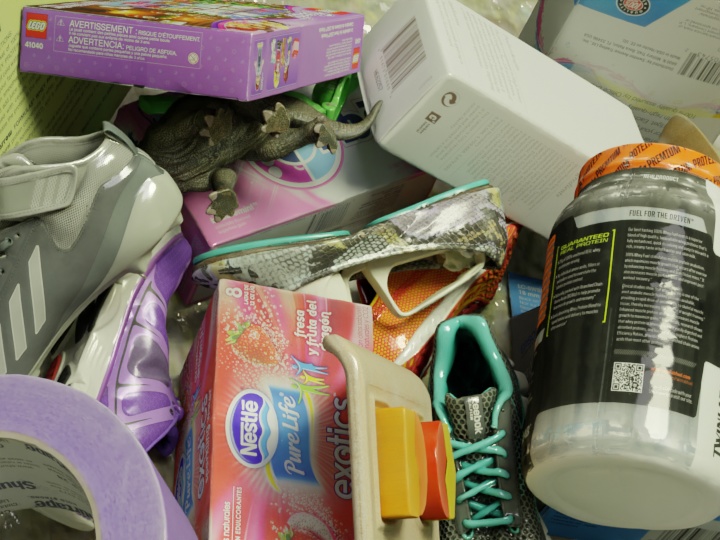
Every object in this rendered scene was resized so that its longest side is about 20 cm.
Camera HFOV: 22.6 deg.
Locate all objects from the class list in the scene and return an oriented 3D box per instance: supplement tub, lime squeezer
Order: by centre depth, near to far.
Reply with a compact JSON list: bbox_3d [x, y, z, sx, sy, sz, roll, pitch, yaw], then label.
[{"bbox_3d":[0.162,0.037,1.035,0.121,0.123,0.202,16,63,-11],"label":"supplement tub"},{"bbox_3d":[-0.038,-0.109,1.137,0.199,0.038,0.070,-23,35,-34],"label":"lime squeezer"}]

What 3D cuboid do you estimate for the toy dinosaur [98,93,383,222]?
[{"bbox_3d":[-0.079,-0.082,1.046,0.199,0.078,0.102,-33,34,-24],"label":"toy dinosaur"}]

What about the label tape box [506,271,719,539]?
[{"bbox_3d":[0.174,0.077,1.151,0.143,0.063,0.202,12,51,-16],"label":"label tape box"}]

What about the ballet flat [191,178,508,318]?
[{"bbox_3d":[0.000,0.000,1.070,0.198,0.072,0.073,-15,60,-16],"label":"ballet flat"}]

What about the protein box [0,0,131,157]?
[{"bbox_3d":[-0.236,-0.146,1.027,0.133,0.201,0.199,10,46,16],"label":"protein box"}]

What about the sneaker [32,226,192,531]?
[{"bbox_3d":[-0.135,0.063,1.035,0.083,0.080,0.202,32,53,-21],"label":"sneaker"}]

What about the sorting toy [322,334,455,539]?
[{"bbox_3d":[0.027,0.139,0.936,0.036,0.185,0.202,-10,80,11],"label":"sorting toy"}]

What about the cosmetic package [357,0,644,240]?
[{"bbox_3d":[0.097,-0.092,1.152,0.199,0.074,0.102,28,33,-32],"label":"cosmetic package"}]

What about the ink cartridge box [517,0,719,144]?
[{"bbox_3d":[0.189,-0.149,1.243,0.143,0.201,0.085,15,46,-13],"label":"ink cartridge box"}]

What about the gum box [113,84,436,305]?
[{"bbox_3d":[-0.051,-0.068,1.161,0.199,0.066,0.114,-20,65,-34],"label":"gum box"}]

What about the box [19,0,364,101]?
[{"bbox_3d":[-0.091,-0.133,1.046,0.135,0.040,0.200,9,13,16],"label":"box"}]

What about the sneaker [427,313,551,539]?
[{"bbox_3d":[0.066,0.112,1.049,0.077,0.092,0.202,-12,51,6],"label":"sneaker"}]

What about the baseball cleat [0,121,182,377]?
[{"bbox_3d":[-0.191,0.001,0.975,0.106,0.200,0.070,44,2,-26],"label":"baseball cleat"}]

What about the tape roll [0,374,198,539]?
[{"bbox_3d":[-0.177,0.157,0.864,0.197,0.085,0.202,-5,57,8],"label":"tape roll"}]

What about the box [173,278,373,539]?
[{"bbox_3d":[-0.050,0.119,0.997,0.094,0.103,0.202,10,52,-15],"label":"box"}]

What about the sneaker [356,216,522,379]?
[{"bbox_3d":[0.045,0.002,1.150,0.077,0.073,0.200,32,45,16],"label":"sneaker"}]

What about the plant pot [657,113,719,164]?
[{"bbox_3d":[0.239,-0.006,1.181,0.027,0.200,0.201,-25,63,0],"label":"plant pot"}]
